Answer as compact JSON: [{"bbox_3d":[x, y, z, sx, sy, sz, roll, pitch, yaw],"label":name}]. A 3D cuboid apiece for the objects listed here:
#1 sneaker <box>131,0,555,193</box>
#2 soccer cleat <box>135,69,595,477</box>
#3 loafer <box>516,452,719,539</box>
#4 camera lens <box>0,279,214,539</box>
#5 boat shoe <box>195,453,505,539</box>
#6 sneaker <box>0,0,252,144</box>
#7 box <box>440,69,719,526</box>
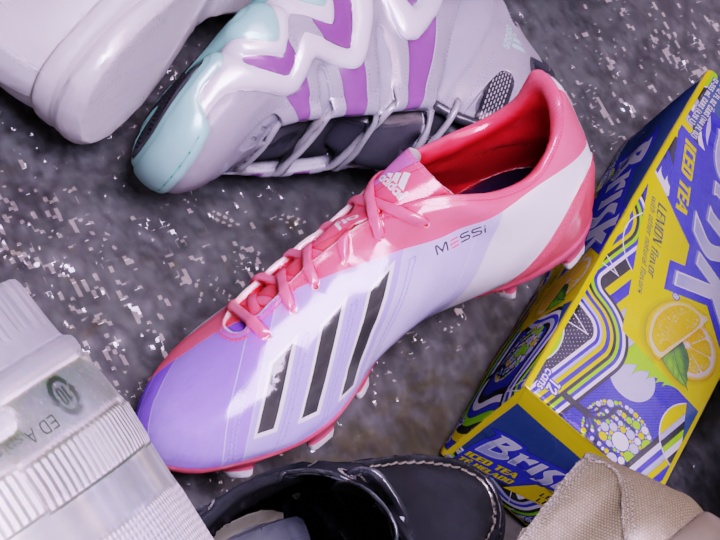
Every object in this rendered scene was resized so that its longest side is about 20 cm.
[{"bbox_3d":[0.012,-0.054,1.120,0.140,0.078,0.200,46,48,-1],"label":"sneaker"},{"bbox_3d":[0.000,0.000,1.048,0.199,0.077,0.067,-30,45,-20],"label":"soccer cleat"},{"bbox_3d":[0.037,0.137,1.003,0.200,0.076,0.067,-36,66,-16],"label":"loafer"},{"bbox_3d":[-0.108,0.125,0.865,0.160,0.160,0.201,-34,92,-42],"label":"camera lens"},{"bbox_3d":[-0.014,0.100,1.018,0.198,0.066,0.075,-11,69,-38],"label":"boat shoe"},{"bbox_3d":[-0.081,-0.131,1.116,0.088,0.076,0.200,32,44,13],"label":"sneaker"},{"bbox_3d":[0.110,0.014,1.155,0.070,0.064,0.200,40,48,-7],"label":"box"}]
